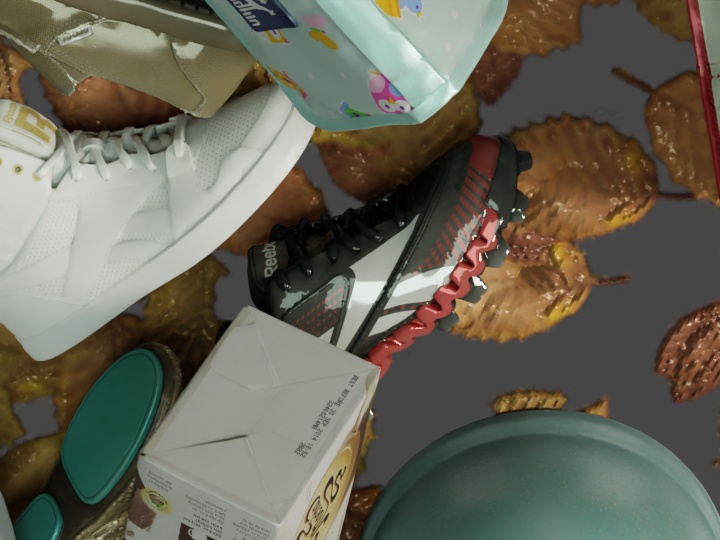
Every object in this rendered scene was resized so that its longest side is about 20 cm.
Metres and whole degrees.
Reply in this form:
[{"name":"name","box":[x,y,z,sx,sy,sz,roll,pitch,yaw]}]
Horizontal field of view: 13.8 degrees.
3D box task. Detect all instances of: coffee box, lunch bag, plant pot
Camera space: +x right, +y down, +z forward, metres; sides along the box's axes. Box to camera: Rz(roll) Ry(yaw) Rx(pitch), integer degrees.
[{"name":"coffee box","box":[-0.062,0.130,1.478,0.080,0.113,0.200,25,139,10]},{"name":"lunch bag","box":[-0.023,-0.160,1.336,0.122,0.200,0.170,-36,112,16]},{"name":"plant pot","box":[0.096,0.191,1.541,0.200,0.134,0.200,0,115,1]}]

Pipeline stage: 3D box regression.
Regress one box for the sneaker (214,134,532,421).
[{"name":"sneaker","box":[0.000,0.000,1.483,0.098,0.071,0.200,35,112,-18]}]

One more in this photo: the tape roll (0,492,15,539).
[{"name":"tape roll","box":[-0.279,0.154,1.528,0.202,0.071,0.203,5,108,15]}]

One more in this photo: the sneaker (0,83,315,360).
[{"name":"sneaker","box":[-0.126,-0.050,1.459,0.200,0.074,0.116,-37,113,17]}]

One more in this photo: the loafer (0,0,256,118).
[{"name":"loafer","box":[-0.143,-0.121,1.413,0.200,0.076,0.067,17,113,7]}]

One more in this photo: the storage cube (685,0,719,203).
[{"name":"storage cube","box":[0.257,-0.083,1.378,0.180,0.200,0.171,-13,115,0]}]

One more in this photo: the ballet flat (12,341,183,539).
[{"name":"ballet flat","box":[-0.134,0.120,1.555,0.065,0.071,0.200,17,120,-37]}]
